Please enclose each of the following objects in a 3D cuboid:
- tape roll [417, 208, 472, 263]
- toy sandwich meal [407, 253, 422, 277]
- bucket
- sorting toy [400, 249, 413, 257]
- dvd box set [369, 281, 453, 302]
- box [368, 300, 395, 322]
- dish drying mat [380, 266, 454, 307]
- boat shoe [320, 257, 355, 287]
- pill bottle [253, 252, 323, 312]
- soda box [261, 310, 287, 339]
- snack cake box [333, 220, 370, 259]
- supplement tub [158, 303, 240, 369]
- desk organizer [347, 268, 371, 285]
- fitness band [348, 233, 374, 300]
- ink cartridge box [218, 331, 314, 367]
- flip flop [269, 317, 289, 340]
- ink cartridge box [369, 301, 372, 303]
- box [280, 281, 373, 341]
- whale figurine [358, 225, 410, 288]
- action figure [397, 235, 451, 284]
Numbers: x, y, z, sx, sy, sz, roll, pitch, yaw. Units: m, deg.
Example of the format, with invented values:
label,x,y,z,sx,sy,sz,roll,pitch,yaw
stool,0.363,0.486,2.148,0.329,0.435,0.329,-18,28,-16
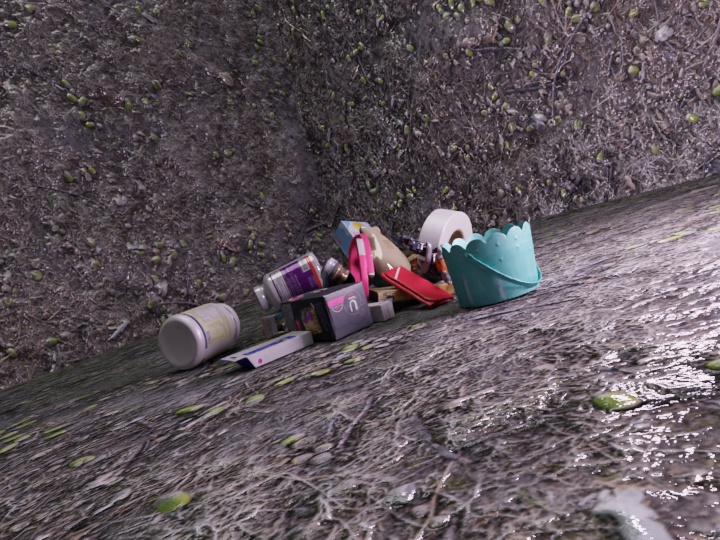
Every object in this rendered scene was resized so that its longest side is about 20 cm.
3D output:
label,x,y,z,sx,sy,sz,roll,pitch,yaw
tape roll,0.240,-0.068,1.604,0.070,0.207,0.201,14,21,35
toy sandwich meal,0.174,0.007,1.702,0.202,0.071,0.206,-28,-21,-12
bucket,0.277,-0.013,1.202,0.203,0.138,0.207,-17,4,1
sorting toy,0.240,-0.031,1.876,0.197,0.071,0.197,3,-11,-36
dvd box set,0.123,0.054,1.462,0.195,0.030,0.146,-7,2,-12
box,0.005,0.106,1.402,0.038,0.042,0.198,-18,3,-38
dish drying mat,0.134,0.036,1.381,0.076,0.019,0.199,-16,28,-30
boat shoe,-0.053,0.028,1.455,0.073,0.072,0.200,-56,-11,-4
pill bottle,-0.201,0.039,1.630,0.197,0.114,0.112,-27,5,-8
soda box,-0.201,0.138,1.660,0.067,0.065,0.199,-14,5,29
snack cake box,0.016,-0.062,1.727,0.113,0.201,0.068,0,-48,-43
supplement tub,-0.432,0.172,1.548,0.142,0.148,0.199,-14,4,23
desk organizer,-0.024,0.036,1.824,0.199,0.078,0.071,-36,-10,36
fitness band,0.000,0.000,1.489,0.037,0.204,0.144,0,-31,-12
ink cartridge box,-0.210,0.182,1.277,0.197,0.038,0.094,-16,4,-34
flip flop,-0.186,0.147,1.498,0.080,0.059,0.200,-15,4,18
ink cartridge box,-0.051,0.082,1.649,0.145,0.087,0.200,-17,6,-6
box,-0.084,0.101,1.353,0.121,0.108,0.198,-20,5,-39
whale figurine,0.054,-0.032,1.589,0.157,0.202,0.104,-4,-35,-46
action figure,0.180,-0.016,1.427,0.196,0.107,0.193,20,-10,-13
